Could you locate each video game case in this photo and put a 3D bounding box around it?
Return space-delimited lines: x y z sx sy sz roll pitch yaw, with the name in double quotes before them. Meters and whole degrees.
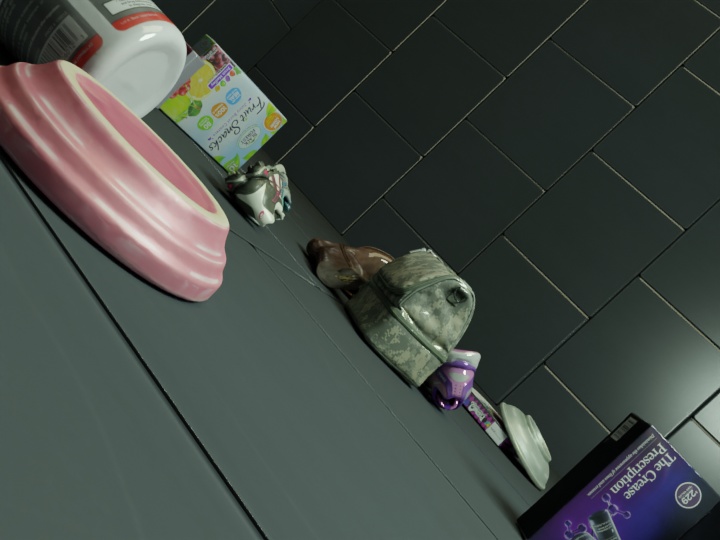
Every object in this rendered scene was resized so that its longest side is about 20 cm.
"video game case" 0.286 0.329 1.713 0.181 0.036 0.200 50 4 31

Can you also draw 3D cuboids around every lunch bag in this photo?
"lunch bag" 0.084 0.057 1.186 0.139 0.168 0.200 46 2 -17

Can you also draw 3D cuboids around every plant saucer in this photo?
"plant saucer" -0.158 -0.067 0.511 0.201 0.051 0.201 47 3 -4
"plant saucer" 0.365 0.370 1.647 0.200 0.050 0.200 58 12 -20

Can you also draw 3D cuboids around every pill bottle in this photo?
"pill bottle" -0.249 -0.220 0.628 0.200 0.116 0.116 47 3 6

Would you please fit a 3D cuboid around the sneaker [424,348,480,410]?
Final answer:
"sneaker" 0.138 0.185 1.242 0.080 0.089 0.200 6 -16 -5

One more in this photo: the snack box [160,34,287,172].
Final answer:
"snack box" -0.241 -0.280 1.309 0.200 0.142 0.053 44 3 -44

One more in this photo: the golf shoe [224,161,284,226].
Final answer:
"golf shoe" -0.151 -0.106 1.141 0.200 0.077 0.088 -61 128 -85

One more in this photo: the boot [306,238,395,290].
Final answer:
"boot" 0.000 0.000 1.336 0.186 0.064 0.200 11 10 -15

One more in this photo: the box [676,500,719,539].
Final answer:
"box" 0.399 0.396 0.819 0.200 0.198 0.123 45 3 -18

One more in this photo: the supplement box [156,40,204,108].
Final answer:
"supplement box" -0.350 -0.361 1.175 0.200 0.109 0.061 48 2 -2

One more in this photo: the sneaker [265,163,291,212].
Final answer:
"sneaker" -0.164 -0.139 1.393 0.086 0.078 0.200 58 9 -7

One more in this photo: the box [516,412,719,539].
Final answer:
"box" 0.311 0.294 0.911 0.141 0.200 0.079 46 2 0

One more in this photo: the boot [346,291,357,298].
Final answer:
"boot" -0.008 0.034 1.505 0.188 0.068 0.200 51 15 22
